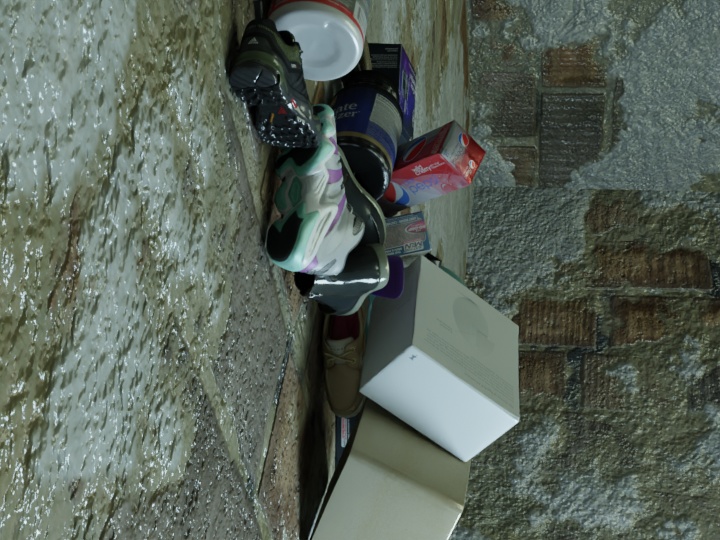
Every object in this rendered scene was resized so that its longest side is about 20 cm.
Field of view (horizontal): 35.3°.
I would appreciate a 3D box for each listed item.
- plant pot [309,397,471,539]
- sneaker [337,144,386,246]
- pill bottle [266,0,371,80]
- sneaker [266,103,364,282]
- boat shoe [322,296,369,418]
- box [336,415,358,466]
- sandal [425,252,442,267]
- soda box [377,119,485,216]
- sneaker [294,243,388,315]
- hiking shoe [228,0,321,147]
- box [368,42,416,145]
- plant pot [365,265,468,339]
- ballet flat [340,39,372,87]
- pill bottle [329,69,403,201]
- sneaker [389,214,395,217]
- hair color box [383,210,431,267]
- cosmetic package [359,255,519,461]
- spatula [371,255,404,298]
[{"bbox_3d":[0.048,0.314,1.596,0.200,0.175,0.202,-64,177,-65],"label":"plant pot"},{"bbox_3d":[-0.030,-0.066,1.479,0.201,0.074,0.107,55,33,-41],"label":"sneaker"},{"bbox_3d":[-0.041,-0.329,1.301,0.114,0.112,0.202,78,17,-55],"label":"pill bottle"},{"bbox_3d":[-0.037,-0.085,1.349,0.139,0.077,0.203,24,75,-46],"label":"sneaker"},{"bbox_3d":[-0.027,0.108,1.625,0.069,0.073,0.203,41,47,-68],"label":"boat shoe"},{"bbox_3d":[0.041,0.311,1.779,0.046,0.157,0.203,-31,123,-75],"label":"box"},{"bbox_3d":[0.065,-0.053,1.871,0.200,0.075,0.043,39,-61,49],"label":"sandal"},{"bbox_3d":[0.080,-0.139,1.587,0.070,0.199,0.064,42,58,-21],"label":"soda box"},{"bbox_3d":[-0.047,0.013,1.469,0.200,0.105,0.076,138,-57,-64],"label":"sneaker"},{"bbox_3d":[-0.080,-0.202,1.213,0.200,0.075,0.102,62,35,-69],"label":"hiking shoe"},{"bbox_3d":[0.045,-0.290,1.915,0.200,0.078,0.143,20,75,-80],"label":"box"},{"bbox_3d":[0.072,0.081,1.849,0.161,0.198,0.204,9,83,-66],"label":"plant pot"},{"bbox_3d":[-0.004,-0.315,1.649,0.046,0.067,0.201,-42,144,-22],"label":"ballet flat"},{"bbox_3d":[0.001,-0.190,1.577,0.201,0.110,0.113,-77,166,-48],"label":"pill bottle"},{"bbox_3d":[0.021,-0.108,1.829,0.200,0.069,0.110,62,28,-61],"label":"sneaker"},{"bbox_3d":[0.039,-0.036,1.696,0.200,0.099,0.061,136,-58,-81],"label":"hair color box"},{"bbox_3d":[0.117,0.125,1.612,0.123,0.198,0.201,-44,-159,31],"label":"cosmetic package"},{"bbox_3d":[0.000,0.000,1.539,0.199,0.020,0.057,13,-74,60],"label":"spatula"}]
